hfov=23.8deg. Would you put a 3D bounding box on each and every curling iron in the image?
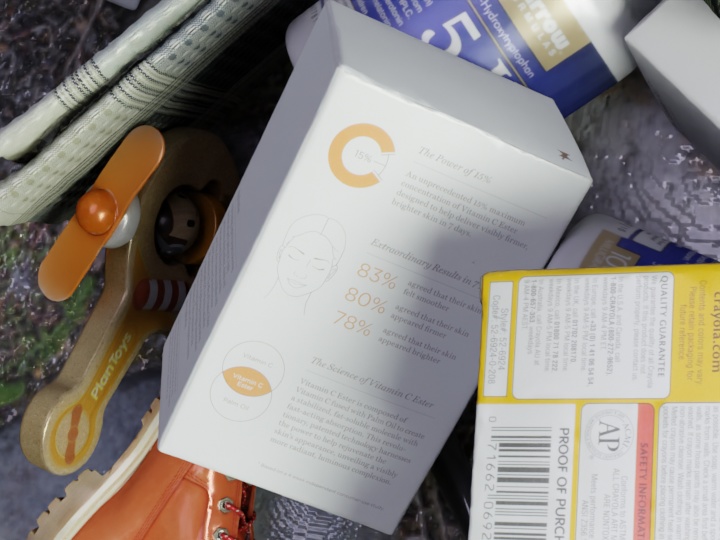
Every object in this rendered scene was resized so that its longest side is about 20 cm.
[{"bbox_3d":[0.025,0.072,0.886,0.050,0.025,0.201,-46,63,30],"label":"curling iron"}]

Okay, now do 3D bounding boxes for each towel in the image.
[{"bbox_3d":[-0.108,-0.096,0.909,0.200,0.193,0.035,-41,85,8],"label":"towel"}]

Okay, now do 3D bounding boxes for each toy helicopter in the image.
[{"bbox_3d":[-0.122,0.011,0.894,0.078,0.132,0.201,16,67,28],"label":"toy helicopter"}]

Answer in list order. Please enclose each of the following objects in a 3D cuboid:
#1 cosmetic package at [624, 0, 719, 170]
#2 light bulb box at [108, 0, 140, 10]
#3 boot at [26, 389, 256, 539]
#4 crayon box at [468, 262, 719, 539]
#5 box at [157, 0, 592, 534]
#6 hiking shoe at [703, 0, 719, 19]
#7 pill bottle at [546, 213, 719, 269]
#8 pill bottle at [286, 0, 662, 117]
[{"bbox_3d":[0.224,-0.053,0.781,0.085,0.108,0.200,-44,60,4],"label":"cosmetic package"},{"bbox_3d":[-0.185,-0.273,0.894,0.125,0.199,0.200,34,103,47],"label":"light bulb box"},{"bbox_3d":[-0.075,0.115,0.898,0.200,0.075,0.107,-48,67,10],"label":"boot"},{"bbox_3d":[0.141,0.064,0.626,0.198,0.052,0.127,-2,74,25],"label":"crayon box"},{"bbox_3d":[0.000,0.000,0.788,0.201,0.124,0.098,-62,16,22],"label":"box"},{"bbox_3d":[0.116,-0.164,0.759,0.100,0.076,0.201,-30,65,7],"label":"hiking shoe"},{"bbox_3d":[0.170,0.065,0.756,0.199,0.120,0.121,23,84,16],"label":"pill bottle"},{"bbox_3d":[0.074,-0.129,0.861,0.199,0.120,0.120,-34,63,12],"label":"pill bottle"}]
